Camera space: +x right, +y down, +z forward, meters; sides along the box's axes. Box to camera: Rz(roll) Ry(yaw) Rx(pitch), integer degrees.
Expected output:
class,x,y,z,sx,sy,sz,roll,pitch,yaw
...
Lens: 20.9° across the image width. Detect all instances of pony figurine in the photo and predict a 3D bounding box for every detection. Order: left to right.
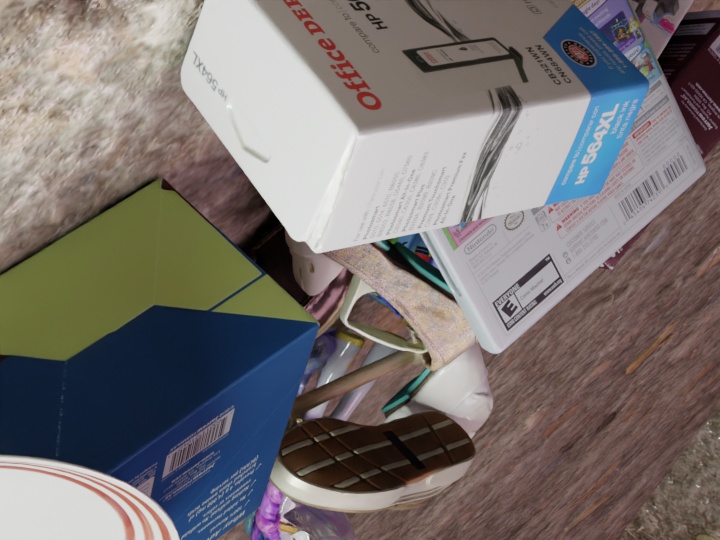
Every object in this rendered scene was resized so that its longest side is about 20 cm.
class,x,y,z,sx,sy,sz,roll,pitch,yaw
pony figurine,-0.050,0.133,1.460,0.200,0.167,0.193,-67,162,5

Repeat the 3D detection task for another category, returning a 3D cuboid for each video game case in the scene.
class,x,y,z,sx,sy,sz,roll,pitch,yaw
video game case,0.112,-0.079,1.211,0.200,0.022,0.182,-40,117,-20

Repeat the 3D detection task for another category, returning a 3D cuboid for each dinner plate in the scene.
class,x,y,z,sx,sy,sz,roll,pitch,yaw
dinner plate,-0.190,0.139,0.970,0.200,0.024,0.200,-6,144,-4

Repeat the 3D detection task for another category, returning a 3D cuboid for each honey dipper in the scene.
class,x,y,z,sx,sy,sz,roll,pitch,yaw
honey dipper,-0.020,0.083,1.368,0.200,0.038,0.038,-24,151,-43

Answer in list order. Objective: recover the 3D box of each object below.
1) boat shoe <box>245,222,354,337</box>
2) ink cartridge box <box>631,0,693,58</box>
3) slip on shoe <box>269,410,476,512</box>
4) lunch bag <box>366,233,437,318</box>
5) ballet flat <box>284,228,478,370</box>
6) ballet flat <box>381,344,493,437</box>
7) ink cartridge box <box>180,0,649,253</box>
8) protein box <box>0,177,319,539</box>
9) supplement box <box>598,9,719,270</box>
class,x,y,z,sx,sy,sz,roll,pitch,yaw
boat shoe,-0.071,0.028,1.289,0.200,0.072,0.072,-46,165,16
ink cartridge box,0.162,-0.149,1.335,0.200,0.068,0.115,-56,-179,-29
slip on shoe,0.001,0.141,1.349,0.200,0.076,0.061,-7,140,-54
lunch bag,0.072,-0.056,1.433,0.200,0.094,0.151,-57,159,0
ballet flat,0.000,0.000,1.241,0.067,0.200,0.068,-47,-155,7
ballet flat,0.067,0.099,1.475,0.069,0.069,0.200,-42,176,-18
ink cartridge box,0.028,-0.100,1.040,0.200,0.146,0.084,-12,140,-36
protein box,-0.154,0.093,1.122,0.199,0.135,0.200,-35,158,-34
supplement box,0.197,-0.095,1.393,0.200,0.061,0.109,-49,-160,-12
